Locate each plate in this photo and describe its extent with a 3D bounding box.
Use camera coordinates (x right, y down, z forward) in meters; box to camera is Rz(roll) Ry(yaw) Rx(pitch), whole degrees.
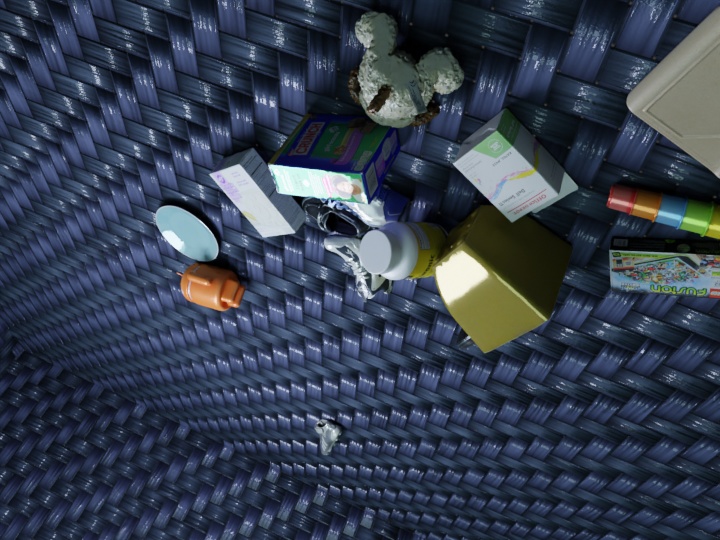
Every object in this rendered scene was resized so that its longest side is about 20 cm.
[{"bbox_3d":[-0.468,-0.105,1.675,0.194,0.026,0.203,18,142,14],"label":"plate"}]

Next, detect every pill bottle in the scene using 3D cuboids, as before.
[{"bbox_3d":[0.089,-0.040,1.223,0.109,0.197,0.116,3,94,41],"label":"pill bottle"}]

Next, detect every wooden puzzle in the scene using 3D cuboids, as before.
[{"bbox_3d":[0.509,-0.243,0.860,0.198,0.038,0.185,37,144,-3],"label":"wooden puzzle"}]

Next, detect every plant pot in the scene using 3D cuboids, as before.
[{"bbox_3d":[0.255,-0.004,1.186,0.199,0.196,0.195,39,143,-8],"label":"plant pot"}]

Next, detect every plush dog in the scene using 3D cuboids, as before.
[{"bbox_3d":[0.055,-0.296,1.022,0.196,0.164,0.172,28,171,2],"label":"plush dog"}]

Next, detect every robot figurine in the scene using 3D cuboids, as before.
[{"bbox_3d":[-0.426,0.046,1.751,0.194,0.144,0.120,14,113,18],"label":"robot figurine"}]

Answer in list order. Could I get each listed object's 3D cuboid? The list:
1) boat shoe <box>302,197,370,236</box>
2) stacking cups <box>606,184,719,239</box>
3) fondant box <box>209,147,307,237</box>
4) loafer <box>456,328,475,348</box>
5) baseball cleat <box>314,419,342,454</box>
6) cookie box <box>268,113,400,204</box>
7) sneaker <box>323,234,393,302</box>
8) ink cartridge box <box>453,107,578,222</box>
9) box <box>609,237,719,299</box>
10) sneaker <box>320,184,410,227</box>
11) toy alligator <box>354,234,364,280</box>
[{"bbox_3d":[-0.063,-0.116,1.335,0.196,0.068,0.073,20,140,33],"label":"boat shoe"},{"bbox_3d":[0.507,-0.097,1.007,0.194,0.061,0.061,16,143,17],"label":"stacking cups"},{"bbox_3d":[-0.231,-0.171,1.394,0.142,0.059,0.201,-2,134,49],"label":"fondant box"},{"bbox_3d":[0.290,0.136,1.424,0.071,0.074,0.200,28,145,-9],"label":"loafer"},{"bbox_3d":[-0.129,0.609,2.277,0.105,0.070,0.202,32,135,5],"label":"baseball cleat"},{"bbox_3d":[-0.046,-0.213,1.144,0.194,0.173,0.077,8,138,24],"label":"cookie box"},{"bbox_3d":[0.000,0.000,1.342,0.195,0.134,0.079,11,-176,-36],"label":"sneaker"},{"bbox_3d":[0.273,-0.166,1.074,0.199,0.068,0.116,40,142,-15],"label":"ink cartridge box"},{"bbox_3d":[0.556,-0.005,1.108,0.194,0.035,0.112,4,137,30],"label":"box"},{"bbox_3d":[0.001,-0.169,1.241,0.194,0.082,0.117,20,146,14],"label":"sneaker"},{"bbox_3d":[0.014,-0.038,1.408,0.052,0.060,0.205,3,126,14],"label":"toy alligator"}]
